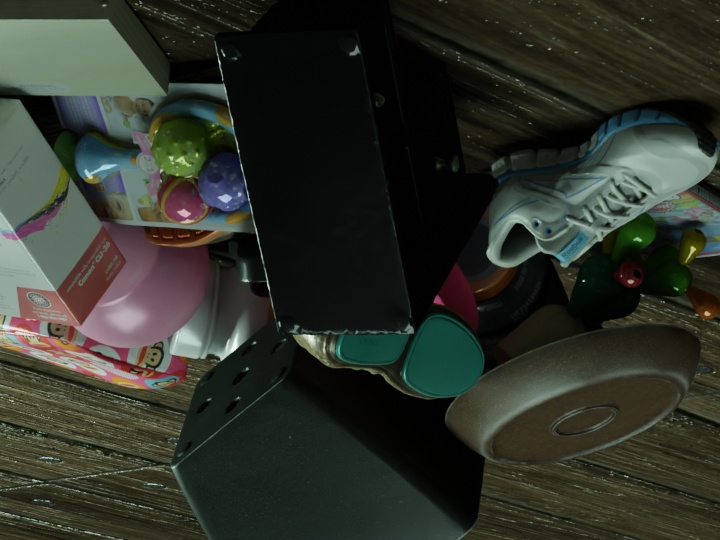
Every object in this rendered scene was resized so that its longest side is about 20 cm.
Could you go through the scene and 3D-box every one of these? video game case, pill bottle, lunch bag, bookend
[{"bbox_3d":[0.200,-0.044,1.788,0.143,0.017,0.200,-7,160,36],"label":"video game case"},{"bbox_3d":[-0.053,0.042,1.992,0.200,0.111,0.111,8,164,-11],"label":"pill bottle"},{"bbox_3d":[-0.255,0.041,2.058,0.176,0.082,0.200,20,171,-41],"label":"lunch bag"},{"bbox_3d":[0.003,-0.093,1.498,0.092,0.199,0.200,-1,-153,20],"label":"bookend"},{"bbox_3d":[0.099,0.012,1.854,0.106,0.106,0.200,1,162,13],"label":"pill bottle"}]

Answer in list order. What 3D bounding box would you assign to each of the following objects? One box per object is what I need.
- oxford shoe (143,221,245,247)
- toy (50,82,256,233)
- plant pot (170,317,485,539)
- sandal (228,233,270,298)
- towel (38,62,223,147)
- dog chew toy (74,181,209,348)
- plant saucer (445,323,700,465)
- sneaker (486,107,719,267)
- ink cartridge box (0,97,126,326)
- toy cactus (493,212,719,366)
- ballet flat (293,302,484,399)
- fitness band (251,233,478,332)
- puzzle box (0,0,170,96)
[{"bbox_3d":[-0.073,-0.052,1.683,0.200,0.071,0.073,-14,160,43],"label":"oxford shoe"},{"bbox_3d":[-0.121,-0.066,1.608,0.200,0.047,0.115,7,128,31],"label":"toy"},{"bbox_3d":[-0.033,0.140,1.889,0.200,0.200,0.177,-39,107,25],"label":"plant pot"},{"bbox_3d":[-0.055,-0.002,1.663,0.075,0.048,0.200,-7,-172,4],"label":"sandal"},{"bbox_3d":[-0.110,-0.100,1.687,0.200,0.022,0.147,-13,157,42],"label":"towel"},{"bbox_3d":[-0.196,-0.023,1.814,0.124,0.125,0.200,-2,154,24],"label":"dog chew toy"},{"bbox_3d":[0.163,0.099,1.804,0.200,0.035,0.200,-13,156,-6],"label":"plant saucer"},{"bbox_3d":[0.162,-0.046,1.641,0.075,0.087,0.200,34,145,-28],"label":"sneaker"},{"bbox_3d":[-0.259,-0.057,1.645,0.116,0.068,0.200,8,142,37],"label":"ink cartridge box"},{"bbox_3d":[0.179,0.038,1.803,0.165,0.102,0.200,-30,163,-18],"label":"toy cactus"},{"bbox_3d":[0.016,0.042,1.679,0.065,0.071,0.200,28,-178,34],"label":"ballet flat"},{"bbox_3d":[0.000,0.000,1.787,0.200,0.037,0.144,23,147,36],"label":"fitness band"},{"bbox_3d":[-0.235,-0.147,1.548,0.200,0.025,0.133,2,164,12],"label":"puzzle box"}]
